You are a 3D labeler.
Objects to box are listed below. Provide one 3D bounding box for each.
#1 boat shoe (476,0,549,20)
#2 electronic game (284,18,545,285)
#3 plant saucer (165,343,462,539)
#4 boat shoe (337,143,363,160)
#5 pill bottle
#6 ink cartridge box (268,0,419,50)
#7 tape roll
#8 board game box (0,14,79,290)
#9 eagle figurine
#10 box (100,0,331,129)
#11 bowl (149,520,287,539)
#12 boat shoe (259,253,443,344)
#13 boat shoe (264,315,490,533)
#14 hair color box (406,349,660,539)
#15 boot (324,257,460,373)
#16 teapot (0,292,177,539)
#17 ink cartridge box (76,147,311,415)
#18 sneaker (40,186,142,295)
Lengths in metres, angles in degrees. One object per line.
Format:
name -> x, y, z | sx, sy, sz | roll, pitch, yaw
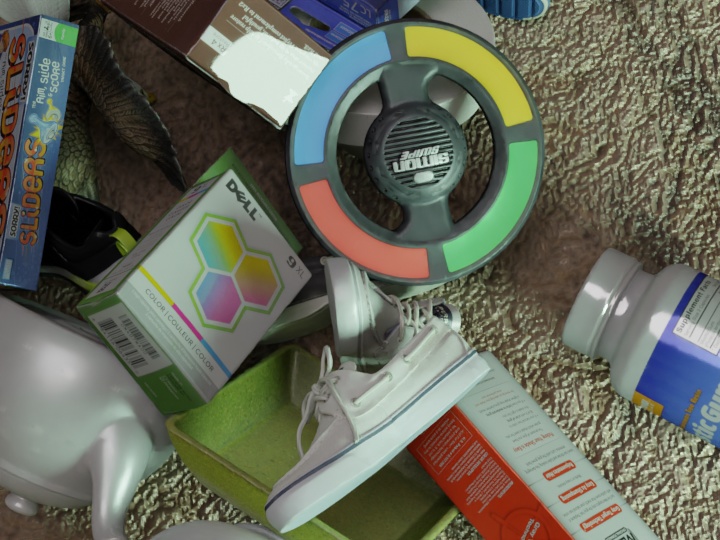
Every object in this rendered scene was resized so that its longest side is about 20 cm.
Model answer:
boat shoe -> 0.082, -0.284, 1.389 | 0.199, 0.072, 0.073 | 31, 69, 11
electronic game -> 0.041, -0.089, 1.240 | 0.198, 0.042, 0.202 | -1, 94, -8
plant saucer -> -0.024, 0.150, 1.221 | 0.199, 0.200, 0.048 | 30, 115, 16
boat shoe -> -0.019, -0.137, 1.356 | 0.199, 0.067, 0.057 | 27, 81, 18
pill bottle -> 0.256, 0.064, 1.230 | 0.199, 0.112, 0.113 | 27, 77, 15
ink cartridge box -> 0.011, -0.263, 1.323 | 0.119, 0.042, 0.200 | 34, 67, 23
tape roll -> 0.009, -0.178, 1.336 | 0.201, 0.037, 0.204 | 1, 47, -2
board game box -> -0.273, -0.086, 1.252 | 0.135, 0.034, 0.202 | -2, 79, 53
eagle figurine -> -0.224, -0.144, 1.355 | 0.150, 0.152, 0.201 | -1, 65, -14
box -> -0.115, -0.187, 1.260 | 0.075, 0.100, 0.200 | -53, 35, 2
bowl -> -0.082, 0.247, 1.189 | 0.200, 0.202, 0.090 | 28, 51, 15
boat shoe -> 0.000, 0.000, 1.308 | 0.199, 0.074, 0.061 | -20, 75, 9
boat shoe -> -0.004, 0.092, 1.126 | 0.202, 0.075, 0.086 | -37, 80, -28
hair color box -> 0.120, 0.157, 1.216 | 0.200, 0.101, 0.061 | 48, 119, 19
boot -> 0.026, 0.034, 1.223 | 0.095, 0.200, 0.074 | -9, 75, 1
teapot -> -0.232, 0.113, 1.247 | 0.196, 0.200, 0.147 | 24, 89, 1
ink cartridge box -> -0.104, -0.001, 1.203 | 0.104, 0.059, 0.200 | 53, 50, -17
sneaker -> -0.228, -0.038, 1.270 | 0.199, 0.083, 0.072 | 18, 52, 39
